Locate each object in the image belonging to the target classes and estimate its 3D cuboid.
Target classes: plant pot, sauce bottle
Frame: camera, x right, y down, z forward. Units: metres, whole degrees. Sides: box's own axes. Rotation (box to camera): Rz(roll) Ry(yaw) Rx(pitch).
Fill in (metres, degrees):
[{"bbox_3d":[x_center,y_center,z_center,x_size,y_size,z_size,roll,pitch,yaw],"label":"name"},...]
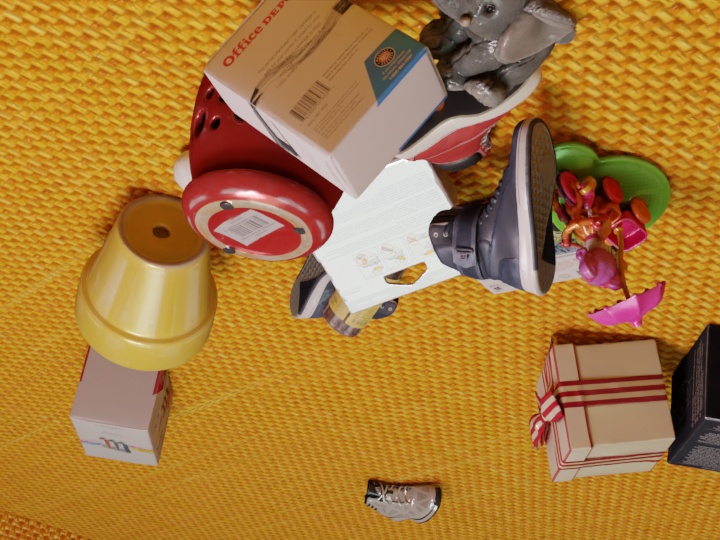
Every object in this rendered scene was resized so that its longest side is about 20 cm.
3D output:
[{"bbox_3d":[-0.104,-0.121,1.484,0.197,0.185,0.201,6,155,3],"label":"plant pot"},{"bbox_3d":[0.026,-0.002,1.706,0.064,0.065,0.201,24,117,-27],"label":"sauce bottle"},{"bbox_3d":[-0.288,0.004,1.792,0.198,0.203,0.190,14,137,-9],"label":"plant pot"}]

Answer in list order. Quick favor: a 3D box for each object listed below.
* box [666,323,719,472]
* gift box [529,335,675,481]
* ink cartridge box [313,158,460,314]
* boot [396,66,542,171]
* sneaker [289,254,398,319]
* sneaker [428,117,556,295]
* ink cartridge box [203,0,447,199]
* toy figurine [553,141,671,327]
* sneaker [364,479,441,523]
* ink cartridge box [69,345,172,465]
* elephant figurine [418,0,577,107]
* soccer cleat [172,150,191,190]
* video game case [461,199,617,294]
[{"bbox_3d":[0.533,0.194,1.906,0.105,0.150,0.201,9,153,1],"label":"box"},{"bbox_3d":[0.353,0.203,1.959,0.184,0.203,0.185,-5,150,-5],"label":"gift box"},{"bbox_3d":[0.032,-0.054,1.598,0.198,0.045,0.177,-20,118,24],"label":"ink cartridge box"},{"bbox_3d":[0.139,-0.176,1.439,0.199,0.073,0.143,-27,157,32],"label":"boot"},{"bbox_3d":[0.000,-0.001,1.800,0.144,0.078,0.203,6,142,-23],"label":"sneaker"},{"bbox_3d":[0.145,-0.079,1.460,0.145,0.077,0.205,14,118,32],"label":"sneaker"},{"bbox_3d":[-0.036,-0.188,1.279,0.199,0.145,0.084,37,170,33],"label":"ink cartridge box"},{"bbox_3d":[0.285,-0.028,1.492,0.199,0.186,0.149,32,130,-33],"label":"toy figurine"},{"bbox_3d":[0.076,0.477,2.679,0.114,0.077,0.200,22,153,-27],"label":"sneaker"},{"bbox_3d":[-0.426,0.245,2.327,0.142,0.147,0.201,9,154,0],"label":"ink cartridge box"},{"bbox_3d":[0.133,-0.247,1.202,0.140,0.156,0.200,32,162,4],"label":"elephant figurine"},{"bbox_3d":[-0.159,-0.081,1.667,0.200,0.070,0.077,41,158,-25],"label":"soccer cleat"},{"bbox_3d":[0.215,-0.037,1.693,0.198,0.036,0.181,-13,145,36],"label":"video game case"}]
